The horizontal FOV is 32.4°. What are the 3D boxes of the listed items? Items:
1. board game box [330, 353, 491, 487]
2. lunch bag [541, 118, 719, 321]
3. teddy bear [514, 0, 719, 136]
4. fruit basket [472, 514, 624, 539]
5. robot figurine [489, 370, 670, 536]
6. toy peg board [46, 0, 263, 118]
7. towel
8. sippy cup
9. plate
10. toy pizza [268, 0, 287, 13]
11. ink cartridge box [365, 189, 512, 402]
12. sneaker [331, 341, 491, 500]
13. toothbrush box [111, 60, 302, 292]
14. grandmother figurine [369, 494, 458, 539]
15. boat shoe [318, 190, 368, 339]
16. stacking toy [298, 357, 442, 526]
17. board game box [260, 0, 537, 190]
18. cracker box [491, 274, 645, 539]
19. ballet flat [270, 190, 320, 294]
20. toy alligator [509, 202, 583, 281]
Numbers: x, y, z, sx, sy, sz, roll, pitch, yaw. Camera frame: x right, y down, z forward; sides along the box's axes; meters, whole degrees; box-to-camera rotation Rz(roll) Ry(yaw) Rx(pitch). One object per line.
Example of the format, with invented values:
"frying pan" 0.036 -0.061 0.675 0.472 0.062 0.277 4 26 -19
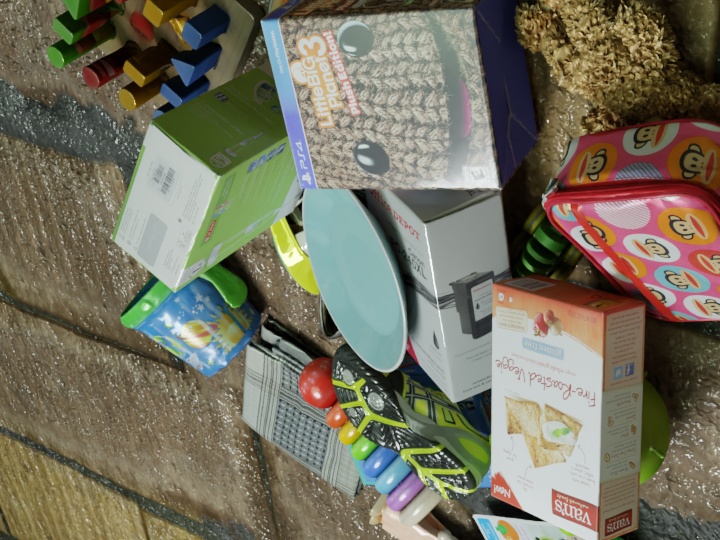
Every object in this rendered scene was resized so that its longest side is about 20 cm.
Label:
"board game box" 0.065 0.165 1.360 0.198 0.045 0.153 -5 117 36
"lunch bag" 0.240 -0.034 0.973 0.175 0.083 0.200 -1 149 45
"teddy bear" 0.200 -0.156 0.975 0.201 0.067 0.145 53 143 -4
"fruit basket" 0.221 0.348 1.344 0.199 0.094 0.186 -13 112 51
"robot figurine" 0.210 0.157 1.179 0.199 0.115 0.178 -30 68 52
"toy peg board" -0.226 -0.241 1.281 0.199 0.098 0.200 43 141 8
"towel" -0.064 0.174 1.514 0.192 0.035 0.201 33 138 18
"sippy cup" -0.192 0.049 1.469 0.130 0.140 0.178 43 -179 -10
"plate" 0.000 0.000 1.192 0.200 0.025 0.202 49 151 41
"toy pizza" -0.015 -0.198 1.170 0.199 0.032 0.202 25 135 27
"ink cartridge box" 0.076 -0.005 1.157 0.145 0.083 0.202 -132 26 -54
"sneaker" 0.052 0.147 1.274 0.200 0.076 0.076 44 135 8
"toothbrush box" -0.122 -0.093 1.156 0.086 0.200 0.146 38 131 13
"grandmother figurine" 0.104 0.332 1.472 0.199 0.061 0.121 33 166 14
"boat shoe" -0.006 -0.006 1.290 0.073 0.065 0.202 27 135 26
"stacking toy" 0.010 0.175 1.322 0.200 0.085 0.086 44 141 6
"board game box" 0.036 -0.161 1.067 0.198 0.097 0.161 2 120 29
"cracker box" 0.175 0.115 1.068 0.133 0.057 0.203 15 111 52
"ballet flat" -0.067 -0.065 1.301 0.067 0.067 0.202 -9 112 43
"toy alligator" 0.158 0.002 1.151 0.059 0.054 0.201 39 140 12
